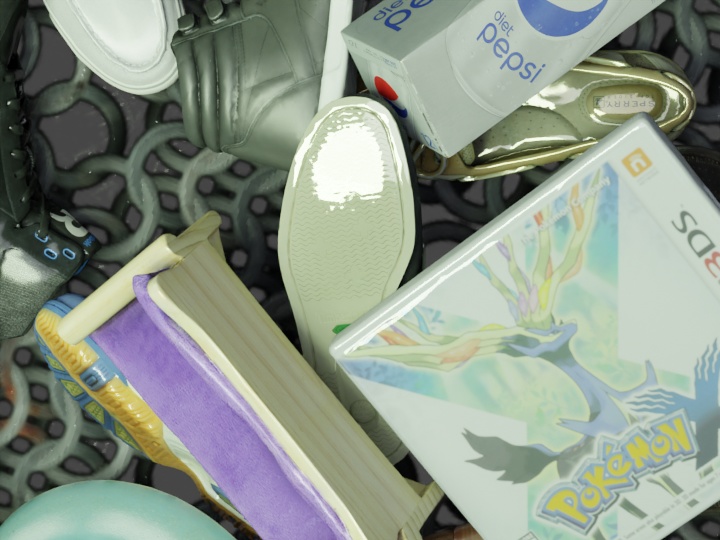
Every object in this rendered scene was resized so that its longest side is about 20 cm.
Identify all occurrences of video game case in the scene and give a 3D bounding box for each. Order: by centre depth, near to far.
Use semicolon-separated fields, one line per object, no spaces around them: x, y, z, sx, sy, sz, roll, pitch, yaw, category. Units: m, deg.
0.116;0.050;1.189;0.200;0.022;0.182;-37;100;17;video game case

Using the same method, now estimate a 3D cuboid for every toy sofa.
-0.058;0.078;1.192;0.083;0.098;0.200;-37;95;27;toy sofa

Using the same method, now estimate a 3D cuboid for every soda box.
0.093;-0.145;1.225;0.200;0.068;0.063;-36;122;-13;soda box

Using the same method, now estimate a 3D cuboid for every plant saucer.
-0.128;0.212;1.285;0.200;0.027;0.200;6;107;20;plant saucer

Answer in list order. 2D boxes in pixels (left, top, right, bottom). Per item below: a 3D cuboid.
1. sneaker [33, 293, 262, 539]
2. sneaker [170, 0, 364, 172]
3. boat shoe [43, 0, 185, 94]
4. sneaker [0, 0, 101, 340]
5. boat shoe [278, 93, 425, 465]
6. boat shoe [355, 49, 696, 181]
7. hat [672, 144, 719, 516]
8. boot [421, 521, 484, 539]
-0.083;0.067;1.290;0.200;0.075;0.088;40;73;-12;sneaker
-0.048;-0.148;1.258;0.099;0.071;0.200;5;80;8;sneaker
-0.151;-0.187;1.270;0.072;0.069;0.200;-20;94;3;boat shoe
-0.184;-0.055;1.286;0.112;0.073;0.200;20;103;-2;sneaker
0.000;0.000;1.234;0.072;0.068;0.200;2;114;12;boat shoe
0.077;-0.084;1.269;0.200;0.063;0.073;-1;95;5;boat shoe
0.159;0.039;1.241;0.200;0.081;0.201;4;102;22;hat
0.010;0.230;1.302;0.200;0.064;0.187;-18;109;14;boot
